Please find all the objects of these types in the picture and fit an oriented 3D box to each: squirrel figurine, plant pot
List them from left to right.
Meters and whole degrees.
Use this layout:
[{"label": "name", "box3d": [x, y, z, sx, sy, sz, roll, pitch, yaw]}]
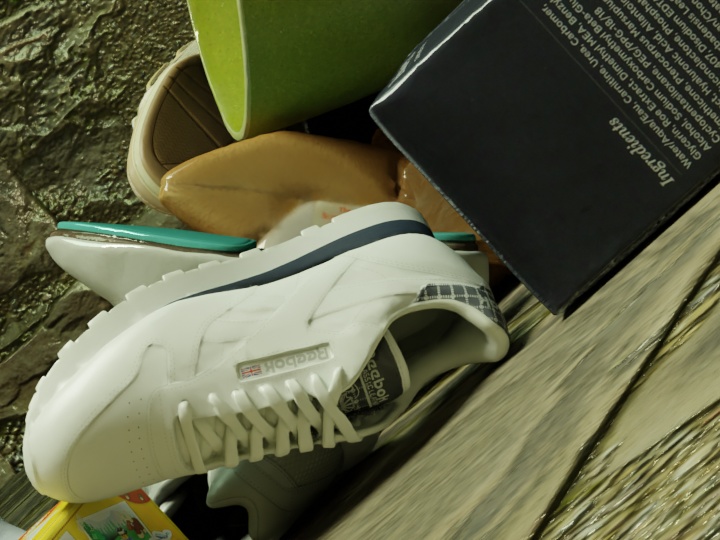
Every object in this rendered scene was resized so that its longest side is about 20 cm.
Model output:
[{"label": "squirrel figurine", "box3d": [0.000, 0.000, 1.389, 0.200, 0.142, 0.187, -29, -9, -8]}, {"label": "plant pot", "box3d": [0.020, -0.172, 1.362, 0.200, 0.187, 0.187, -11, -2, -9]}]

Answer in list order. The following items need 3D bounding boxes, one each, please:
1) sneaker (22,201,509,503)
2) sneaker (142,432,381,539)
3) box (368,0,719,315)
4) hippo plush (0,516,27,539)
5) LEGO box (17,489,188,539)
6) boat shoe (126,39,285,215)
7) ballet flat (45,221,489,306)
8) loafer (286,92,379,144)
[{"label": "sneaker", "box3d": [-0.039, 0.042, 1.131, 0.200, 0.081, 0.076, -28, -41, -15]}, {"label": "sneaker", "box3d": [-0.072, 0.099, 1.248, 0.092, 0.076, 0.200, -50, 6, -30]}, {"label": "box", "box3d": [0.119, -0.103, 1.182, 0.200, 0.117, 0.197, -43, 4, 11]}, {"label": "hippo plush", "box3d": [-0.223, 0.158, 1.438, 0.159, 0.161, 0.200, -44, 4, -23]}, {"label": "LEGO box", "box3d": [-0.150, 0.177, 1.111, 0.149, 0.077, 0.200, -42, 4, 18]}, {"label": "boat shoe", "box3d": [-0.081, -0.079, 1.463, 0.065, 0.072, 0.200, -39, 15, 32]}, {"label": "ballet flat", "box3d": [-0.043, 0.013, 1.253, 0.200, 0.070, 0.069, 2, 13, 9]}, {"label": "loafer", "box3d": [-0.017, -0.071, 1.507, 0.200, 0.071, 0.073, -11, 46, 30]}]
